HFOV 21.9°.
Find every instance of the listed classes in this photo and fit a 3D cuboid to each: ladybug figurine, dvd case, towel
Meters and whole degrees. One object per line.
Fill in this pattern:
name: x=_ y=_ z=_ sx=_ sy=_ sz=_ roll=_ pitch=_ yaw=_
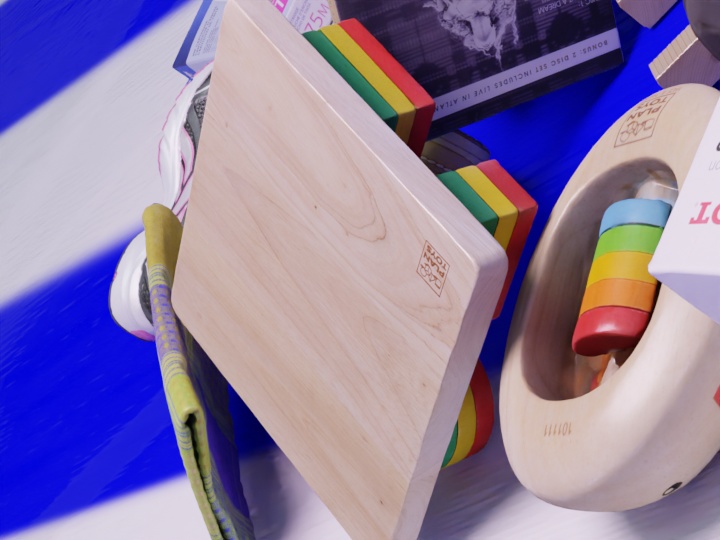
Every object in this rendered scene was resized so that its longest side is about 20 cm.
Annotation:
ladybug figurine: x=0.126 y=0.013 z=0.787 sx=0.135 sy=0.072 sz=0.202 roll=-14 pitch=51 yaw=55
dvd case: x=0.046 y=-0.173 z=0.922 sx=0.148 sy=0.202 sz=0.016 roll=-22 pitch=21 yaw=-16
towel: x=-0.090 y=0.066 z=1.047 sx=0.023 sy=0.145 sz=0.201 roll=-15 pitch=35 yaw=0

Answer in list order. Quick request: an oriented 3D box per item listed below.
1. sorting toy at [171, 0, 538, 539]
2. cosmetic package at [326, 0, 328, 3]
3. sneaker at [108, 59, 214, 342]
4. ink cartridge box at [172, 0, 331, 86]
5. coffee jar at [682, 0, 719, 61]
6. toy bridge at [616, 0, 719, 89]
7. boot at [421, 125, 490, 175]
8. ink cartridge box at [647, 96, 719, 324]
sorting toy: x=0.000 y=0.000 z=0.893 sx=0.200 sy=0.069 sz=0.200 roll=48 pitch=140 yaw=32
cosmetic package: x=0.064 y=-0.205 z=0.984 sx=0.200 sy=0.104 sz=0.073 roll=-46 pitch=47 yaw=-4
sneaker: x=-0.089 y=-0.045 z=1.233 sx=0.086 sy=0.080 sz=0.202 roll=2 pitch=72 yaw=47
ink cartridge box: x=-0.075 y=-0.200 z=1.391 sx=0.199 sy=0.042 sz=0.120 roll=-4 pitch=59 yaw=60
coffee jar: x=0.198 y=-0.182 z=0.851 sx=0.104 sy=0.085 sz=0.201 roll=-31 pitch=37 yaw=38
toy bridge: x=0.160 y=-0.157 z=0.954 sx=0.067 sy=0.027 sz=0.201 roll=-46 pitch=28 yaw=21
boot: x=-0.010 y=-0.009 z=1.035 sx=0.156 sy=0.072 sz=0.200 roll=-64 pitch=21 yaw=-14
ink cartridge box: x=0.220 y=-0.052 z=0.612 sx=0.147 sy=0.144 sz=0.201 roll=4 pitch=66 yaw=60
